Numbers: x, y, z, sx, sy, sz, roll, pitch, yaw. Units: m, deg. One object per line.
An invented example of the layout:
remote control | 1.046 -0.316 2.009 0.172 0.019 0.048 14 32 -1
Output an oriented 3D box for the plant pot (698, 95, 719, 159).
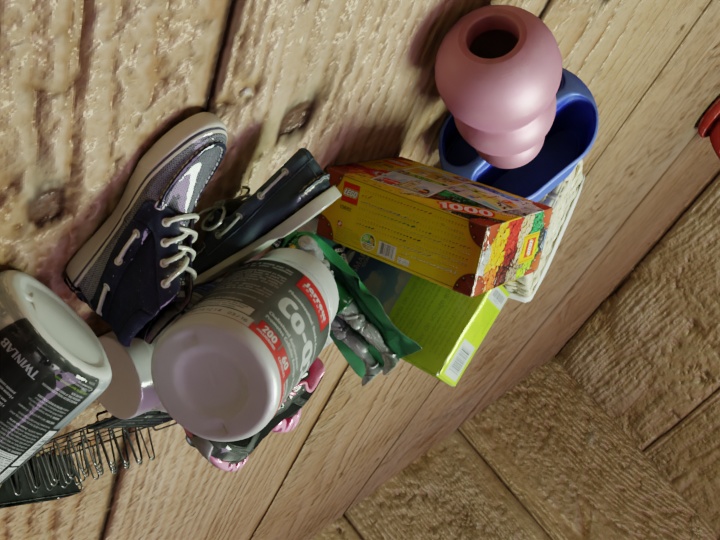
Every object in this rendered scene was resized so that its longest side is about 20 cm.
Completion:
plant pot | 0.860 -0.313 2.136 0.200 0.183 0.201 -38 163 -14

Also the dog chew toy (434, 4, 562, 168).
dog chew toy | 0.145 -0.175 0.994 0.124 0.125 0.200 -39 152 -7

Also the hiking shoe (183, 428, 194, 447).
hiking shoe | -0.176 0.154 1.099 0.087 0.074 0.200 -49 -158 -18

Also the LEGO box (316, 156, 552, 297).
LEGO box | 0.078 -0.053 1.032 0.149 0.199 0.078 -17 124 -53

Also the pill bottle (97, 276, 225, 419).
pill bottle | -0.169 0.076 0.979 0.200 0.111 0.111 -22 154 -48

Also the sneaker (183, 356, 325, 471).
sneaker | -0.094 0.123 0.937 0.095 0.079 0.200 -45 173 22

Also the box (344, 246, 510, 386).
box | 0.052 0.032 1.083 0.122 0.200 0.048 -58 140 -6

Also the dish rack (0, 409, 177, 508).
dish rack | -0.282 0.192 1.016 0.199 0.055 0.153 -22 168 13

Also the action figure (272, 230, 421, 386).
action figure | -0.035 0.027 1.021 0.055 0.200 0.118 -40 -177 -42

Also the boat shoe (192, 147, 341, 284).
boat shoe | -0.107 -0.044 0.895 0.200 0.062 0.075 -30 -175 36

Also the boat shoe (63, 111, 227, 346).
boat shoe | -0.154 -0.027 0.793 0.200 0.093 0.075 -49 161 23

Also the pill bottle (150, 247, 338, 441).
pill bottle | -0.093 0.056 0.869 0.114 0.114 0.200 -51 180 27

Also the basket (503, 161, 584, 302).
basket | 0.195 -0.084 1.252 0.201 0.135 0.123 -63 161 -18

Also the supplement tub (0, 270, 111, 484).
supplement tub | -0.302 0.106 0.747 0.200 0.123 0.123 -41 163 1

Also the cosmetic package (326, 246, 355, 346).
cosmetic package | 0.000 0.000 1.211 0.200 0.081 0.113 -40 165 -10

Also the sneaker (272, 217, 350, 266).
sneaker | -0.092 0.037 1.099 0.200 0.080 0.071 -48 162 20

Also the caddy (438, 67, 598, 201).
caddy | 0.182 -0.153 1.138 0.200 0.141 0.105 -39 168 -9
